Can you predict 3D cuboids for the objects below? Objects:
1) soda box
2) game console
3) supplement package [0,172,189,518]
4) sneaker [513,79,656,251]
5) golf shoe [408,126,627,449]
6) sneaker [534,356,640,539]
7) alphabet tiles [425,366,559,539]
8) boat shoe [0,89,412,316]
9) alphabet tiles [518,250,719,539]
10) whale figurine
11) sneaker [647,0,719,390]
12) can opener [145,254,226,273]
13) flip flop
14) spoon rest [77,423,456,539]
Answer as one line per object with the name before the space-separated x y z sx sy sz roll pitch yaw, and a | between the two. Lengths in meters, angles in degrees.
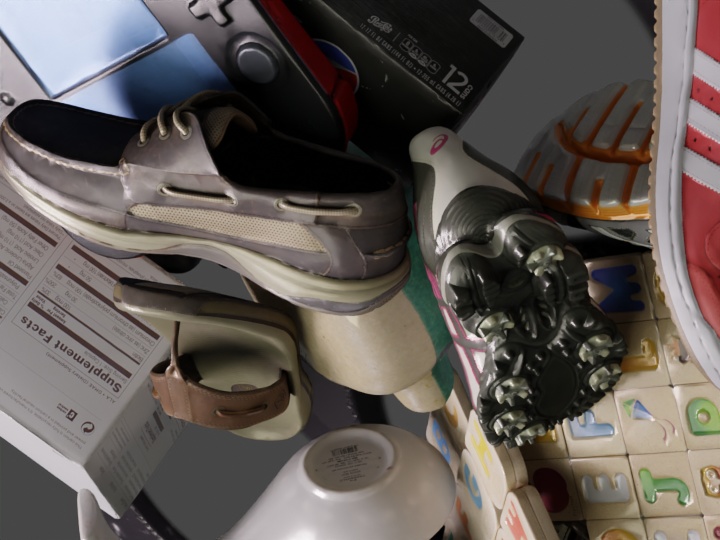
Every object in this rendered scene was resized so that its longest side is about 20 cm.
soda box | -0.027 -0.134 1.025 0.200 0.063 0.071 39 144 2
game console | -0.112 -0.095 1.034 0.199 0.031 0.177 -21 118 41
supplement package | -0.174 0.039 1.228 0.155 0.111 0.200 34 167 7
sneaker | 0.156 -0.030 0.968 0.199 0.078 0.077 9 144 37
golf shoe | 0.070 0.010 1.022 0.088 0.077 0.200 62 175 33
sneaker | 0.119 0.117 1.147 0.070 0.076 0.201 24 141 19
alphabet tiles | 0.071 0.158 1.174 0.200 0.015 0.196 97 154 -57
boat shoe | -0.067 -0.047 0.991 0.199 0.075 0.074 17 124 7
alphabet tiles | 0.154 0.071 1.065 0.199 0.006 0.168 -7 103 36
whale figurine | 0.000 0.000 1.131 0.159 0.104 0.200 46 167 8
sneaker | 0.175 -0.056 0.855 0.112 0.202 0.071 -10 165 39
can opener | -0.126 -0.083 1.178 0.201 0.078 0.063 62 177 -22
flip flop | -0.071 0.055 1.096 0.081 0.058 0.200 11 159 13
spoon rest | -0.047 0.130 1.171 0.199 0.100 0.061 -10 127 -3
